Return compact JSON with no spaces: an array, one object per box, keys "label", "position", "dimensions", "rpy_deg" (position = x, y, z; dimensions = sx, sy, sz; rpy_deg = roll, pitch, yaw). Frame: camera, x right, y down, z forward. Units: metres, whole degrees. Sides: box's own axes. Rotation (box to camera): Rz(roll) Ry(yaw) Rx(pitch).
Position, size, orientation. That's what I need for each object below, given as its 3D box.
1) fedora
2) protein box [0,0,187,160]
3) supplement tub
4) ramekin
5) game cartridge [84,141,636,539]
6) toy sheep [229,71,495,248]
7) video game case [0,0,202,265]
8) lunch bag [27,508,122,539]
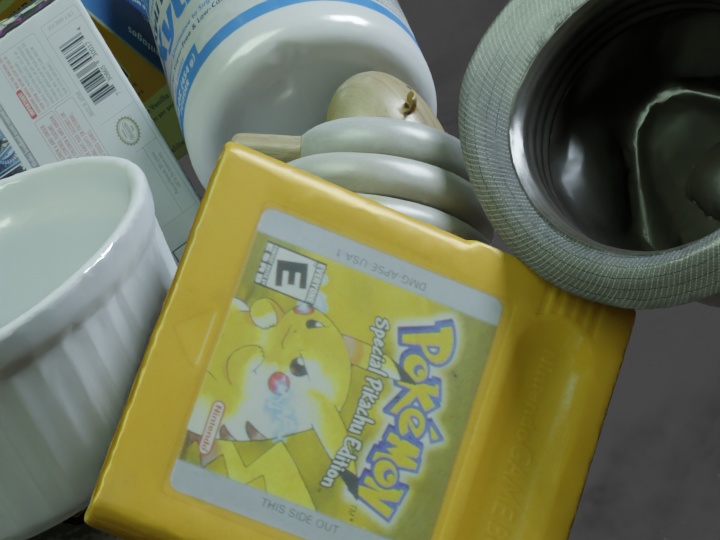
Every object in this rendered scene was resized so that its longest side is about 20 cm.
[{"label":"fedora","position":[0.145,-0.057,0.987],"dimensions":[0.177,0.090,0.200],"rpy_deg":[-50,46,2]},{"label":"protein box","position":[-0.204,-0.163,1.309],"dimensions":[0.135,0.198,0.201],"rpy_deg":[-35,41,19]},{"label":"supplement tub","position":[-0.043,-0.126,1.180],"dimensions":[0.132,0.132,0.201],"rpy_deg":[-38,38,13]},{"label":"ramekin","position":[-0.166,0.042,1.015],"dimensions":[0.199,0.098,0.201],"rpy_deg":[-22,24,11]},{"label":"game cartridge","position":[0.004,0.060,0.953],"dimensions":[0.032,0.199,0.178],"rpy_deg":[130,160,-71]},{"label":"toy sheep","position":[0.000,0.000,1.051],"dimensions":[0.137,0.137,0.202],"rpy_deg":[-8,69,39]},{"label":"video game case","position":[-0.171,-0.012,1.128],"dimensions":[0.181,0.201,0.036],"rpy_deg":[-37,21,-13]},{"label":"lunch bag","position":[-0.136,0.170,1.031],"dimensions":[0.163,0.118,0.201],"rpy_deg":[5,61,25]}]
